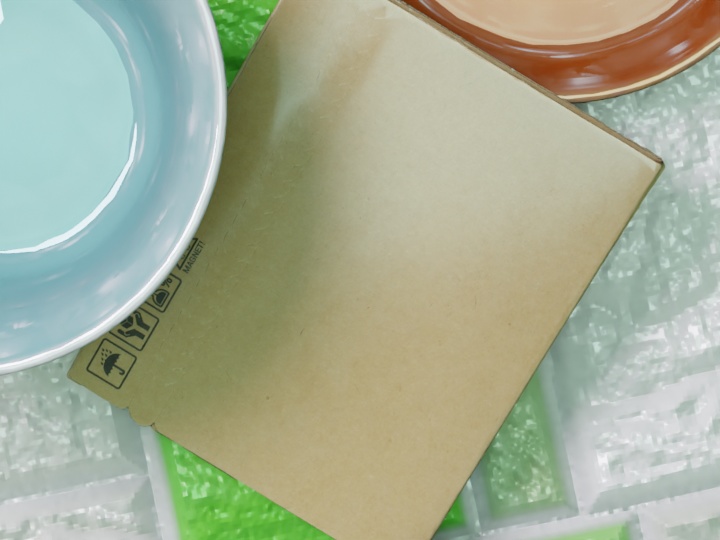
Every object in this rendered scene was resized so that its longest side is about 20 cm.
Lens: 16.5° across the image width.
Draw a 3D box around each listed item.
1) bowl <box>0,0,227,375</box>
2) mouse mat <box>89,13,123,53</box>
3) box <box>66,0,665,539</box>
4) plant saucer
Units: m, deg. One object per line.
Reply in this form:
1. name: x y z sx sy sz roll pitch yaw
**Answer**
1. bowl: -0.145 -0.062 0.959 0.200 0.105 0.201 0 92 3
2. mouse mat: -0.185 -0.129 1.015 0.161 0.008 0.200 -26 90 2
3. box: 0.000 0.000 0.988 0.163 0.021 0.200 31 102 1
4. plant saucer: 0.080 -0.167 0.993 0.200 0.032 0.201 0 91 2
